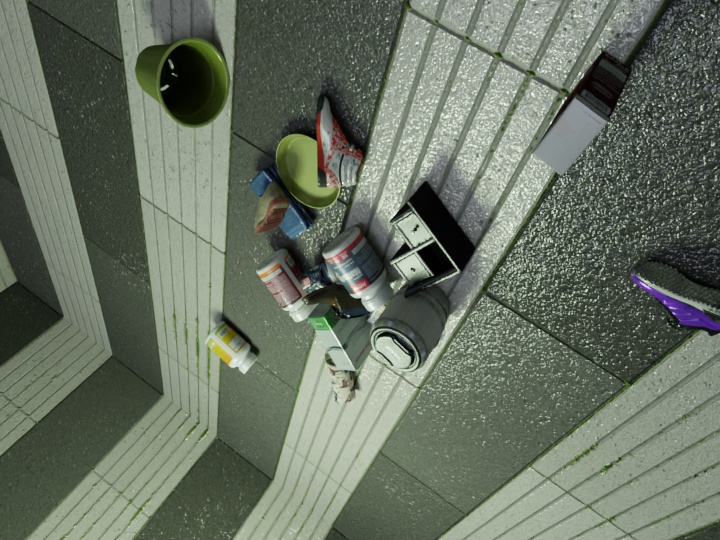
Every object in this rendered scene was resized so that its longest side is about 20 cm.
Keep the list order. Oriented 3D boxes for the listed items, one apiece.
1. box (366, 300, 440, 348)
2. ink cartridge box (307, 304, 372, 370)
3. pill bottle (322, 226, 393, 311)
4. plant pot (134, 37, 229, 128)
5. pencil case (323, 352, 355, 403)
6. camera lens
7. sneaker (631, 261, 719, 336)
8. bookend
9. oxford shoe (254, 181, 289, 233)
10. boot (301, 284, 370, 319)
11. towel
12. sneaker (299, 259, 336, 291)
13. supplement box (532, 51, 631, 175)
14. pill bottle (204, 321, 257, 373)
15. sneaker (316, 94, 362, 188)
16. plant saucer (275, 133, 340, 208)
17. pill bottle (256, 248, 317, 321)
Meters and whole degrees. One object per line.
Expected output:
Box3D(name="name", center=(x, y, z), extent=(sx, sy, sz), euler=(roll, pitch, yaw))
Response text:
Box3D(name="box", center=(0.120, 0.170, 1.489), extent=(0.198, 0.035, 0.111), euler=(39, 140, 4))
Box3D(name="ink cartridge box", center=(-0.046, 0.170, 1.537), extent=(0.082, 0.147, 0.203), euler=(-7, 120, 43))
Box3D(name="pill bottle", center=(0.000, 0.000, 1.373), extent=(0.118, 0.120, 0.202), euler=(-19, 112, 46))
Box3D(name="plant pot", center=(-0.457, -0.478, 1.293), extent=(0.187, 0.199, 0.204), euler=(27, 140, 35))
Box3D(name="pencil case", center=(-0.071, 0.362, 1.776), extent=(0.087, 0.079, 0.204), euler=(3, 128, 17))
Box3D(name="camera lens", center=(0.127, 0.141, 1.332), extent=(0.157, 0.201, 0.163), euler=(21, 137, 22))
Box3D(name="sneaker", center=(0.599, 0.065, 0.991), extent=(0.197, 0.070, 0.101), euler=(29, 141, 16))
Box3D(name="bookend", center=(0.130, -0.067, 1.231), extent=(0.202, 0.092, 0.197), euler=(51, 139, -10))
Box3D(name="oxford shoe", center=(-0.247, -0.165, 1.409), extent=(0.199, 0.069, 0.076), euler=(-40, 71, 52))
Box3D(name="boot", center=(-0.060, 0.090, 1.423), extent=(0.075, 0.195, 0.100), euler=(-40, 66, 61))
Box3D(name="towel", center=(-0.216, -0.186, 1.438), extent=(0.110, 0.049, 0.202), euler=(-22, 110, 46))
Box3D(name="sneaker", center=(-0.124, 0.023, 1.462), extent=(0.200, 0.082, 0.077), euler=(140, 112, -71))
Box3D(name="supplement box", center=(0.348, -0.249, 0.816), extent=(0.060, 0.201, 0.110), euler=(36, 140, 5))
Box3D(name="pill bottle", center=(-0.501, 0.305, 2.042), extent=(0.199, 0.111, 0.111), euler=(42, 140, 0))
Box3D(name="sneaker", center=(-0.049, -0.295, 1.204), extent=(0.104, 0.067, 0.208), euler=(-1, 103, -4))
Box3D(name="plant saucer", center=(-0.127, -0.254, 1.321), extent=(0.196, 0.031, 0.204), euler=(22, 135, 23))
Box3D(name="pill bottle", center=(-0.218, 0.047, 1.591), extent=(0.113, 0.114, 0.203), euler=(-16, 114, 45))
